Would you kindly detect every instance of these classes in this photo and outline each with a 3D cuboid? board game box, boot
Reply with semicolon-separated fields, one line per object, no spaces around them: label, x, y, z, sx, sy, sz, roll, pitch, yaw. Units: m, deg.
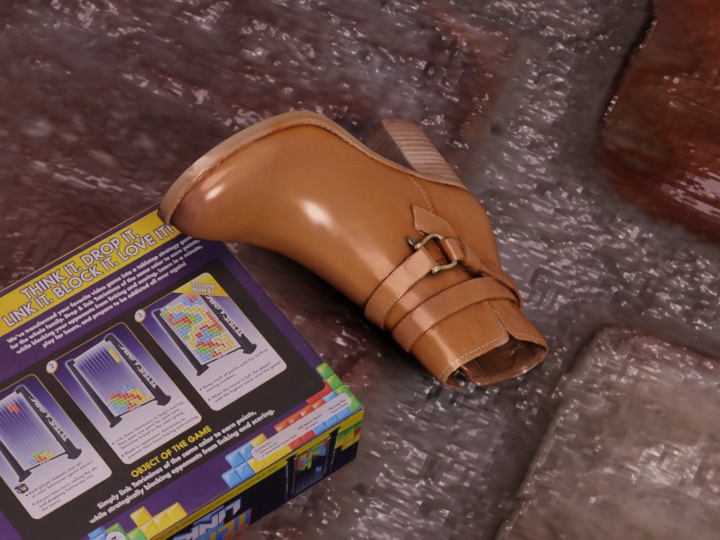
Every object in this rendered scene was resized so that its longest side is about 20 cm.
board game box;-0.126;0.074;1.465;0.199;0.057;0.165;-30;63;-23
boot;0.000;0.000;1.493;0.199;0.077;0.156;-3;56;-49
